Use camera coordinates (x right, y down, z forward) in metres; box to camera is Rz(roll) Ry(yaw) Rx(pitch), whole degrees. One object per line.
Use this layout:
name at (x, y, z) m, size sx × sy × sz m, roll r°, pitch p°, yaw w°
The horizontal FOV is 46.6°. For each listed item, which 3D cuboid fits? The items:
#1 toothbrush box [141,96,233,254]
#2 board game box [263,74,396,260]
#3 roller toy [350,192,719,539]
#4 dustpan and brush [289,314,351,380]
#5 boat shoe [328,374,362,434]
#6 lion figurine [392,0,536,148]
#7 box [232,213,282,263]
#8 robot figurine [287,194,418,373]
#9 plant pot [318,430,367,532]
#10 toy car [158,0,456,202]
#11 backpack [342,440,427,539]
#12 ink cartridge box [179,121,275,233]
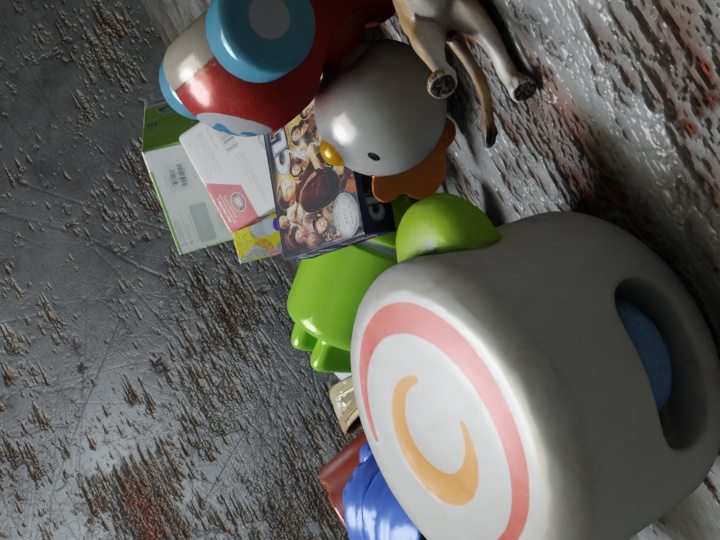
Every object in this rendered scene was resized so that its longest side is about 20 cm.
toothbrush box at (-0.223, -0.136, 1.097) m, size 0.200 × 0.085 × 0.146 m, roll -111°, pitch 6°, yaw -59°
board game box at (-0.038, -0.118, 0.724) m, size 0.135 × 0.034 × 0.202 m, roll -16°, pitch 83°, yaw 55°
roller toy at (0.095, 0.067, 0.465) m, size 0.182 × 0.139 × 0.201 m, roll 43°, pitch 140°, yaw 40°
dustpan and brush at (0.002, 0.129, 1.114) m, size 0.201 × 0.057 × 0.139 m, roll 57°, pitch 162°, yaw -19°
boat shoe at (0.045, 0.136, 0.996) m, size 0.071 × 0.200 × 0.065 m, roll 8°, pitch -124°, yaw -43°
lion figurine at (0.029, -0.167, 0.448) m, size 0.201 × 0.072 × 0.123 m, roll 65°, pitch 179°, yaw -49°
box at (-0.107, -0.122, 1.020) m, size 0.193 × 0.121 × 0.202 m, roll -155°, pitch 50°, yaw -87°
robot figurine at (0.000, 0.000, 0.818) m, size 0.175 × 0.115 × 0.201 m, roll 41°, pitch 115°, yaw 49°
plant pot at (0.066, 0.258, 1.051) m, size 0.201 × 0.195 × 0.201 m, roll 54°, pitch 178°, yaw 3°
toy car at (-0.014, -0.120, 0.580) m, size 0.200 × 0.177 × 0.184 m, roll 50°, pitch 162°, yaw -16°
backpack at (0.082, 0.176, 0.642) m, size 0.167 × 0.200 × 0.163 m, roll -7°, pitch 117°, yaw 50°
ink cartridge box at (-0.072, -0.138, 0.859) m, size 0.117 × 0.199 × 0.067 m, roll 61°, pitch -159°, yaw -2°
